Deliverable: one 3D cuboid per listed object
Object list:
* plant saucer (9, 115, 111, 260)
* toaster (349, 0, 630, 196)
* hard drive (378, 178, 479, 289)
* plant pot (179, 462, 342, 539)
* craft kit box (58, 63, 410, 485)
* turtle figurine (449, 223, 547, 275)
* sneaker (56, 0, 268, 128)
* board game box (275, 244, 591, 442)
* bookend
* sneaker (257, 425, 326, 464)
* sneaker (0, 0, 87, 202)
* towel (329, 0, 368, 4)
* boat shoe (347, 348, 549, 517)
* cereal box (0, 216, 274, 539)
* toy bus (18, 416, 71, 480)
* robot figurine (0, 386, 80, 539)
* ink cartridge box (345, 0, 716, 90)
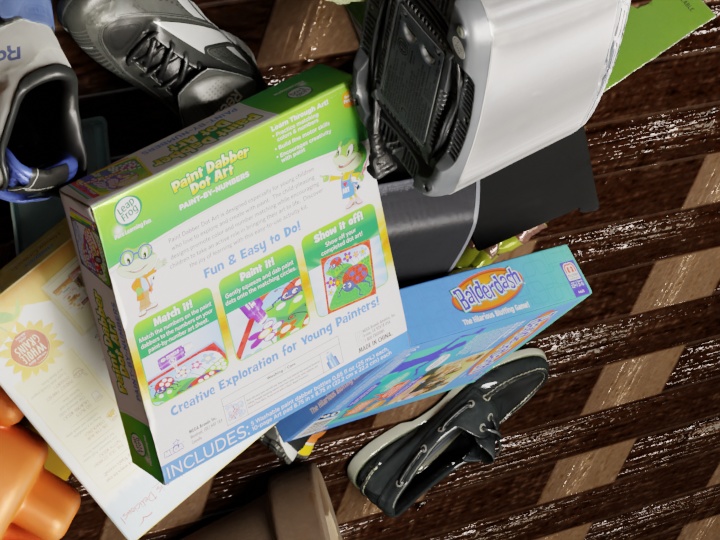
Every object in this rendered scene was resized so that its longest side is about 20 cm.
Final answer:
[{"bbox_3d":[-0.190,-0.001,1.548,0.070,0.019,0.201,-11,110,-18],"label":"plant saucer"},{"bbox_3d":[0.077,-0.133,1.411,0.129,0.114,0.201,-22,147,-25],"label":"toaster"},{"bbox_3d":[0.000,0.000,1.644,0.134,0.043,0.200,-11,157,-27],"label":"hard drive"},{"bbox_3d":[-0.093,0.274,1.945,0.174,0.201,0.201,-14,146,1],"label":"plant pot"},{"bbox_3d":[-0.072,0.001,1.470,0.199,0.048,0.198,-27,125,-28],"label":"craft kit box"},{"bbox_3d":[0.063,0.000,1.829,0.161,0.065,0.200,-43,147,10],"label":"turtle figurine"},{"bbox_3d":[-0.109,-0.126,1.485,0.066,0.091,0.200,-44,147,11],"label":"sneaker"},{"bbox_3d":[0.047,0.051,1.693,0.199,0.045,0.152,-14,161,-43],"label":"board game box"},{"bbox_3d":[0.058,-0.079,1.702,0.198,0.093,0.200,-24,158,2],"label":"bookend"},{"bbox_3d":[-0.048,0.090,1.805,0.090,0.070,0.200,-53,173,0],"label":"sneaker"},{"bbox_3d":[-0.230,-0.068,1.424,0.080,0.115,0.200,8,127,-46],"label":"sneaker"},{"bbox_3d":[0.066,-0.226,1.414,0.199,0.037,0.149,-14,143,-32],"label":"towel"},{"bbox_3d":[0.087,0.142,2.029,0.199,0.066,0.075,-30,147,-10],"label":"boat shoe"},{"bbox_3d":[-0.154,0.060,1.551,0.144,0.040,0.200,-39,118,-8],"label":"cereal box"},{"bbox_3d":[-0.218,0.084,1.658,0.065,0.078,0.200,4,127,-45],"label":"toy bus"},{"bbox_3d":[-0.288,0.135,1.579,0.117,0.199,0.144,-63,-175,-36],"label":"robot figurine"},{"bbox_3d":[0.109,-0.177,1.572,0.199,0.148,0.076,-34,146,-5],"label":"ink cartridge box"}]
